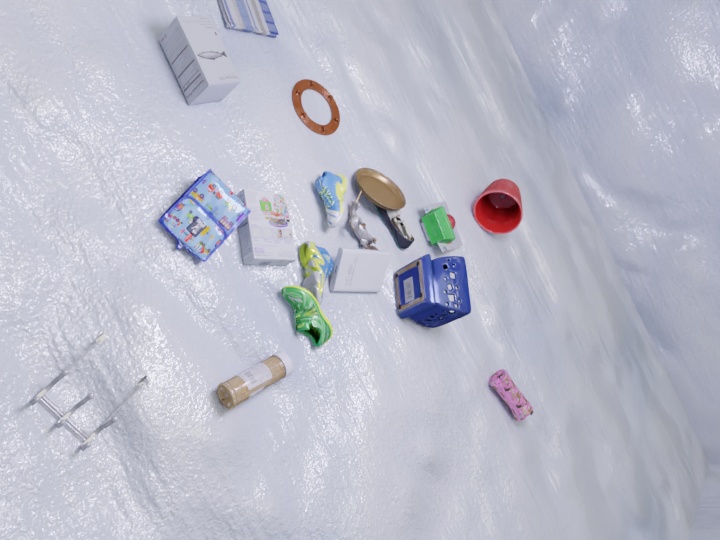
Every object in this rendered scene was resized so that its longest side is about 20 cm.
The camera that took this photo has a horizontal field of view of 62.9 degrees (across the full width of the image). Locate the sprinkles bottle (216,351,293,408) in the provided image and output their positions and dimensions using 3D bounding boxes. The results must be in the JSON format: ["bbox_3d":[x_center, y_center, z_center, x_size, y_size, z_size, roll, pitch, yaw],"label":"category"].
[{"bbox_3d":[-0.259,0.269,1.462,0.199,0.068,0.069,-25,91,-46],"label":"sprinkles bottle"}]

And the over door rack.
[{"bbox_3d":[-0.540,0.240,1.204,0.148,0.066,0.200,51,46,-16],"label":"over door rack"}]

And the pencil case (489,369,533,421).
[{"bbox_3d":[0.550,0.456,2.155,0.083,0.086,0.201,-40,103,-14],"label":"pencil case"}]

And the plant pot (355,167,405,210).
[{"bbox_3d":[0.064,-0.270,1.988,0.199,0.028,0.201,25,36,-19],"label":"plant pot"}]

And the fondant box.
[{"bbox_3d":[-0.262,-0.117,1.631,0.144,0.058,0.202,2,72,-43],"label":"fondant box"}]

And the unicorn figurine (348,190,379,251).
[{"bbox_3d":[0.001,-0.139,1.875,0.137,0.073,0.202,-116,-168,-71],"label":"unicorn figurine"}]

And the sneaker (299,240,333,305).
[{"bbox_3d":[-0.113,0.011,1.707,0.105,0.075,0.202,8,67,-42],"label":"sneaker"}]

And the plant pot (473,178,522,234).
[{"bbox_3d":[0.577,-0.277,2.427,0.201,0.200,0.178,51,36,-15],"label":"plant pot"}]

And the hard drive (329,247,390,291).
[{"bbox_3d":[0.000,0.000,1.808,0.199,0.026,0.133,2,107,-44],"label":"hard drive"}]

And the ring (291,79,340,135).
[{"bbox_3d":[-0.142,-0.545,1.956,0.199,0.019,0.202,19,60,-37],"label":"ring"}]

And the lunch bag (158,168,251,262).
[{"bbox_3d":[-0.404,-0.129,1.493,0.151,0.094,0.201,46,59,-20],"label":"lunch bag"}]

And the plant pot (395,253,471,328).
[{"bbox_3d":[0.226,0.064,1.932,0.179,0.200,0.202,10,66,-33],"label":"plant pot"}]

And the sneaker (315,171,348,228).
[{"bbox_3d":[-0.101,-0.225,1.821,0.104,0.076,0.201,24,49,-23],"label":"sneaker"}]

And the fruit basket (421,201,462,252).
[{"bbox_3d":[0.305,-0.164,2.194,0.200,0.093,0.187,-18,86,-62],"label":"fruit basket"}]

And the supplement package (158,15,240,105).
[{"bbox_3d":[-0.439,-0.573,1.609,0.117,0.117,0.201,-28,93,-47],"label":"supplement package"}]

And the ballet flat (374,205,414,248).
[{"bbox_3d":[0.124,-0.169,2.017,0.073,0.073,0.201,-37,99,-46],"label":"ballet flat"}]

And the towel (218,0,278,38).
[{"bbox_3d":[-0.357,-0.812,1.858,0.199,0.024,0.148,-12,80,-48],"label":"towel"}]

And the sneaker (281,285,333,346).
[{"bbox_3d":[-0.150,0.124,1.624,0.200,0.074,0.084,53,42,-14],"label":"sneaker"}]
